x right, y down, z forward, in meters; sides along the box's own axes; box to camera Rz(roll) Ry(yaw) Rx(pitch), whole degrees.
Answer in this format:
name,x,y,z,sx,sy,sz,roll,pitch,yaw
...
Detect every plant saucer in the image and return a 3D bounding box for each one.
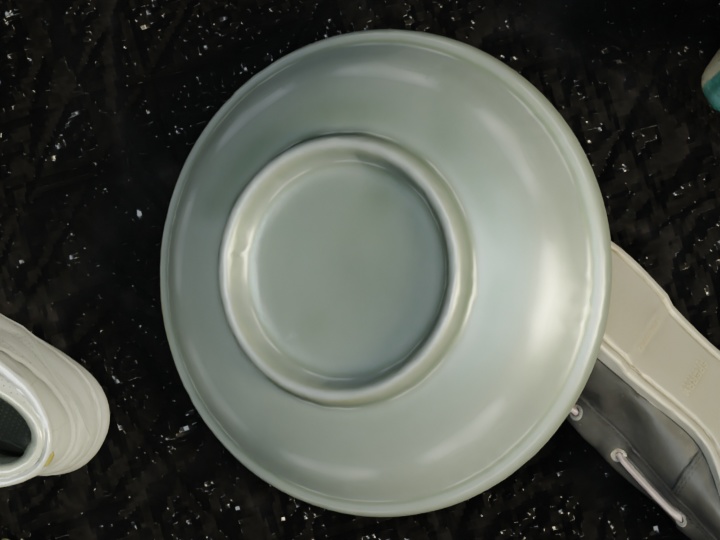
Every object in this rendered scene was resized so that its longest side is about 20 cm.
name,x,y,z,sx,sy,sz,roll,pitch,yaw
plant saucer,0.000,0.000,0.967,0.200,0.050,0.200,-1,88,22

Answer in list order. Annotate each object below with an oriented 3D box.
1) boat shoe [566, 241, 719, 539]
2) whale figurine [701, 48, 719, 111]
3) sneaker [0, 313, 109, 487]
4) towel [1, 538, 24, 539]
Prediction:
name,x,y,z,sx,sy,sz,roll,pitch,yaw
boat shoe,0.136,0.068,1.001,0.200,0.057,0.067,48,56,-3
whale figurine,0.239,-0.081,0.938,0.200,0.159,0.104,-9,69,-14
sneaker,-0.201,0.024,0.973,0.200,0.116,0.074,26,93,4
towel,-0.105,0.220,1.011,0.200,0.036,0.148,35,90,2
